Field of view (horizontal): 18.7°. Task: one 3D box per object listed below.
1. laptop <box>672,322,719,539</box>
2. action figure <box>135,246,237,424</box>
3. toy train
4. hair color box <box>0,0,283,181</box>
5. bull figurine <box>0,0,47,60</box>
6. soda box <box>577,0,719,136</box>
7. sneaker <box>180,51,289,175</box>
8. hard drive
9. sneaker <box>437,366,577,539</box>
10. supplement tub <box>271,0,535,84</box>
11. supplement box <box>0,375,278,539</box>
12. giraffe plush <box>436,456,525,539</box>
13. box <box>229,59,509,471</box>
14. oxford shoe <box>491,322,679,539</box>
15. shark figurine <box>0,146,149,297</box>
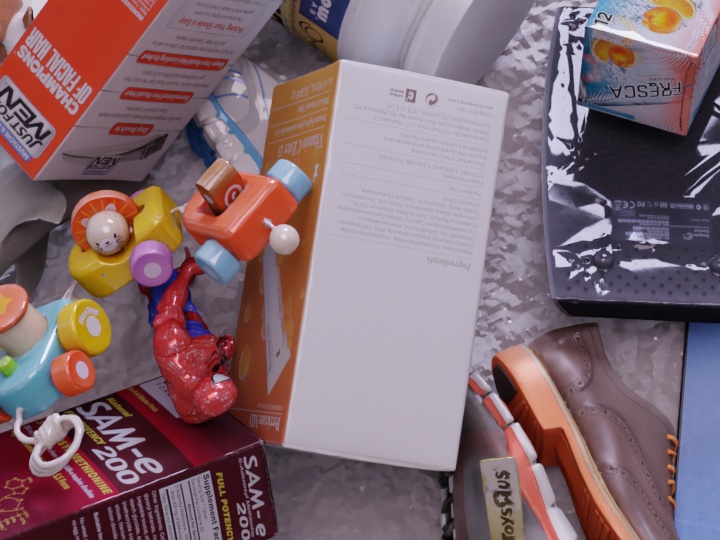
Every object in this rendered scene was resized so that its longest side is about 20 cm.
[{"bbox_3d":[0.279,0.076,1.177,0.116,0.200,0.188,18,68,-28],"label":"laptop"},{"bbox_3d":[-0.093,0.027,1.169,0.052,0.066,0.200,-17,27,-4],"label":"action figure"},{"bbox_3d":[-0.124,0.004,1.110,0.200,0.150,0.056,-47,119,-11],"label":"toy train"},{"bbox_3d":[-0.108,-0.140,1.178,0.064,0.111,0.200,46,110,18],"label":"hair color box"},{"bbox_3d":[-0.262,-0.190,1.317,0.199,0.065,0.122,8,66,2],"label":"bull figurine"},{"bbox_3d":[0.189,-0.170,1.259,0.068,0.064,0.200,18,51,16],"label":"soda box"},{"bbox_3d":[-0.058,-0.091,1.276,0.086,0.075,0.200,-28,80,-15],"label":"sneaker"},{"bbox_3d":[0.170,-0.059,1.252,0.134,0.042,0.201,2,60,2],"label":"hard drive"},{"bbox_3d":[0.066,0.134,1.182,0.082,0.077,0.200,-29,71,-2],"label":"sneaker"},{"bbox_3d":[-0.001,-0.198,1.268,0.200,0.144,0.145,36,75,14],"label":"supplement tub"},{"bbox_3d":[-0.156,0.125,1.127,0.199,0.061,0.109,-19,27,-24],"label":"supplement box"},{"bbox_3d":[0.086,0.216,1.061,0.172,0.162,0.200,-20,113,17],"label":"giraffe plush"},{"bbox_3d":[0.000,0.000,1.168,0.097,0.124,0.201,10,85,-18],"label":"box"},{"bbox_3d":[0.149,0.114,1.188,0.073,0.071,0.200,-25,71,-13],"label":"oxford shoe"},{"bbox_3d":[-0.191,-0.004,1.204,0.089,0.128,0.215,-3,55,47],"label":"shark figurine"}]
